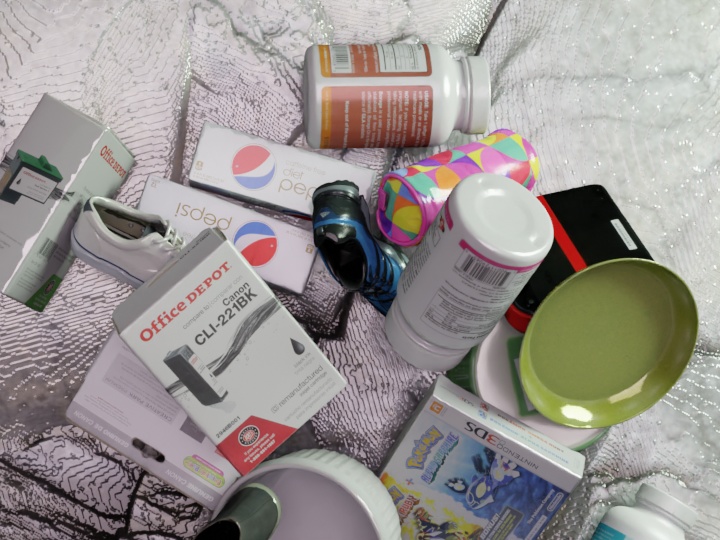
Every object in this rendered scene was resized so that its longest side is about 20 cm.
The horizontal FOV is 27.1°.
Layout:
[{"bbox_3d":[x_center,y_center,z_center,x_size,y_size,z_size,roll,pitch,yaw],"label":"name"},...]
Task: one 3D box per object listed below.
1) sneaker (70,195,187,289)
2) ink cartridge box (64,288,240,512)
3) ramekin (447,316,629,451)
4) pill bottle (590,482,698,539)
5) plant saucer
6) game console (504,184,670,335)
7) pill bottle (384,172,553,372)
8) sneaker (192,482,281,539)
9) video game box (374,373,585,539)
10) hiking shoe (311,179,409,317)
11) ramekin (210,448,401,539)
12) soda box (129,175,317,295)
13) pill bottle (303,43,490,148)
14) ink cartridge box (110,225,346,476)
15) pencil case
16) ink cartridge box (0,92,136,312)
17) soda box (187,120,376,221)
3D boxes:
[{"bbox_3d":[-0.204,-0.014,1.542,0.198,0.071,0.073,21,44,-4],"label":"sneaker"},{"bbox_3d":[-0.190,0.132,1.605,0.199,0.084,0.177,33,84,-2],"label":"ink cartridge box"},{"bbox_3d":[0.199,0.111,1.634,0.197,0.098,0.203,0,86,-5],"label":"ramekin"},{"bbox_3d":[0.288,0.335,1.621,0.110,0.111,0.202,30,84,-2],"label":"pill bottle"},{"bbox_3d":[0.251,0.070,1.536,0.197,0.031,0.202,-7,120,-12],"label":"plant saucer"},{"bbox_3d":[0.218,-0.014,1.614,0.175,0.201,0.031,-11,131,-11],"label":"game console"},{"bbox_3d":[0.104,0.007,1.521,0.112,0.201,0.114,15,46,-16],"label":"pill bottle"},{"bbox_3d":[-0.155,0.309,1.492,0.074,0.106,0.202,28,105,13],"label":"sneaker"},{"bbox_3d":[0.112,0.233,1.593,0.181,0.047,0.201,30,120,0],"label":"video game box"},{"bbox_3d":[0.000,0.000,1.596,0.074,0.087,0.200,-17,130,28],"label":"hiking shoe"},{"bbox_3d":[-0.051,0.283,1.567,0.197,0.105,0.203,3,101,17],"label":"ramekin"},{"bbox_3d":[-0.146,-0.036,1.623,0.198,0.064,0.069,20,85,-3],"label":"soda box"},{"bbox_3d":[0.038,-0.190,1.633,0.197,0.112,0.114,-1,86,-5],"label":"pill bottle"},{"bbox_3d":[-0.133,0.079,1.502,0.144,0.084,0.201,-41,107,-5],"label":"ink cartridge box"},{"bbox_3d":[0.104,-0.091,1.603,0.199,0.088,0.089,-24,88,-41],"label":"pencil case"},{"bbox_3d":[-0.333,-0.069,1.572,0.084,0.146,0.201,30,83,7],"label":"ink cartridge box"},{"bbox_3d":[-0.086,-0.101,1.641,0.198,0.064,0.069,16,84,-5],"label":"soda box"}]
